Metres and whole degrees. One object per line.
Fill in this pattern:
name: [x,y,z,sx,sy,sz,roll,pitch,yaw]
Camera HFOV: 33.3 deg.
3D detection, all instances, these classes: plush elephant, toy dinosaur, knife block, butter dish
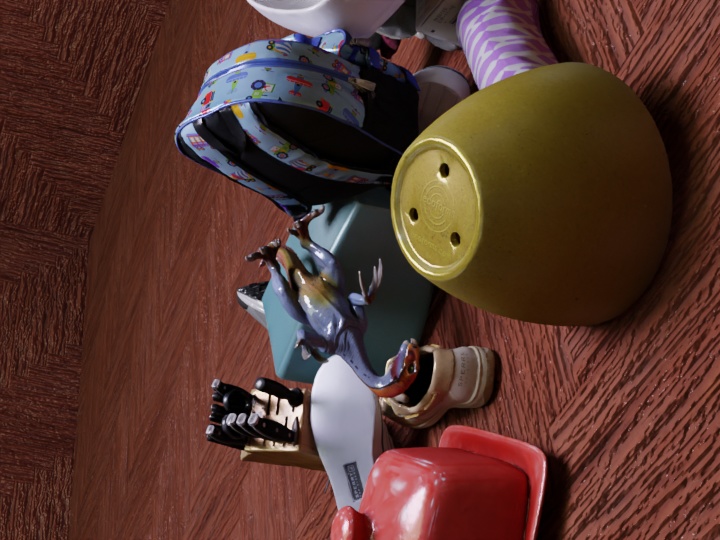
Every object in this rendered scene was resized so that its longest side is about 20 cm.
plush elephant: [0.041,-0.280,1.295,0.154,0.200,0.166,13,66,43]
toy dinosaur: [-0.015,0.035,1.112,0.104,0.183,0.200,-34,-1,-1]
knife block: [-0.059,0.156,1.208,0.176,0.197,0.065,136,143,-70]
butter dish: [0.046,0.224,0.989,0.200,0.146,0.202,179,103,-70]

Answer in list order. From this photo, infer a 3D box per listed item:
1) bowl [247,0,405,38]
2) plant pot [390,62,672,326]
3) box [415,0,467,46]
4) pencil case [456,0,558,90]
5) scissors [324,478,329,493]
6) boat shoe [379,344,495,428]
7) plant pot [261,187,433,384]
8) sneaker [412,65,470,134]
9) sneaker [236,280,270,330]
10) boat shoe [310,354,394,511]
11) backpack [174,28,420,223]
bowl: [-0.002,-0.298,1.160,0.200,0.075,0.199,-47,31,-7]
plant pot: [0.107,-0.050,0.888,0.199,0.141,0.203,13,107,51]
box: [0.112,-0.328,1.203,0.078,0.094,0.203,140,136,-57]
pencil case: [0.141,-0.177,1.059,0.085,0.084,0.201,-32,40,14]
scissors: [-0.011,0.161,1.380,0.073,0.014,0.202,-110,36,-53]
boat shoe: [0.055,0.104,1.144,0.200,0.068,0.075,145,134,-62]
plant pot: [0.000,0.000,1.241,0.142,0.140,0.202,-108,34,-54]
sneaker: [0.071,-0.173,1.214,0.071,0.072,0.200,-65,5,-14]
sneaker: [-0.078,0.069,1.403,0.199,0.073,0.080,30,122,39]
boat shoe: [0.000,0.183,1.189,0.065,0.073,0.203,15,-113,-71]
backpack: [-0.062,-0.142,1.089,0.181,0.199,0.136,-14,66,41]
